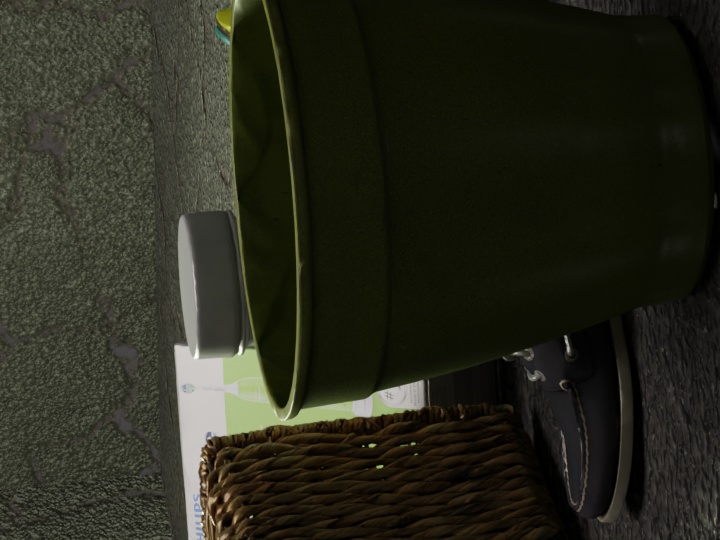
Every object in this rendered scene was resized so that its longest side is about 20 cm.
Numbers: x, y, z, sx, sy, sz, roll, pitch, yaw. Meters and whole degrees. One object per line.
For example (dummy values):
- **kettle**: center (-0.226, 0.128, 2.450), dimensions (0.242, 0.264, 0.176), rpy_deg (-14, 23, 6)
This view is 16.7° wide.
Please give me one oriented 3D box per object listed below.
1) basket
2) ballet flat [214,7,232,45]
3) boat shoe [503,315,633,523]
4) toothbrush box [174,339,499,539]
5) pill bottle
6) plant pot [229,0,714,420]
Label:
- **basket**: center (0.014, 0.180, 1.410), dimensions (0.149, 0.199, 0.143), rpy_deg (-111, 17, -52)
- **ballet flat**: center (0.002, -0.121, 1.489), dimensions (0.067, 0.200, 0.067), rpy_deg (-58, -19, 17)
- **boat shoe**: center (0.097, 0.029, 1.241), dimensions (0.073, 0.062, 0.201), rpy_deg (-179, 84, -80)
- **toothbrush box**: center (-0.014, 0.114, 1.555), dimensions (0.086, 0.199, 0.147), rpy_deg (-14, -78, -54)
- **pill bottle**: center (0.000, 0.000, 1.393), dimensions (0.111, 0.199, 0.112), rpy_deg (175, 90, -80)
- **plant pot**: center (0.050, -0.042, 1.097), dimensions (0.200, 0.192, 0.202), rpy_deg (176, 90, -81)
